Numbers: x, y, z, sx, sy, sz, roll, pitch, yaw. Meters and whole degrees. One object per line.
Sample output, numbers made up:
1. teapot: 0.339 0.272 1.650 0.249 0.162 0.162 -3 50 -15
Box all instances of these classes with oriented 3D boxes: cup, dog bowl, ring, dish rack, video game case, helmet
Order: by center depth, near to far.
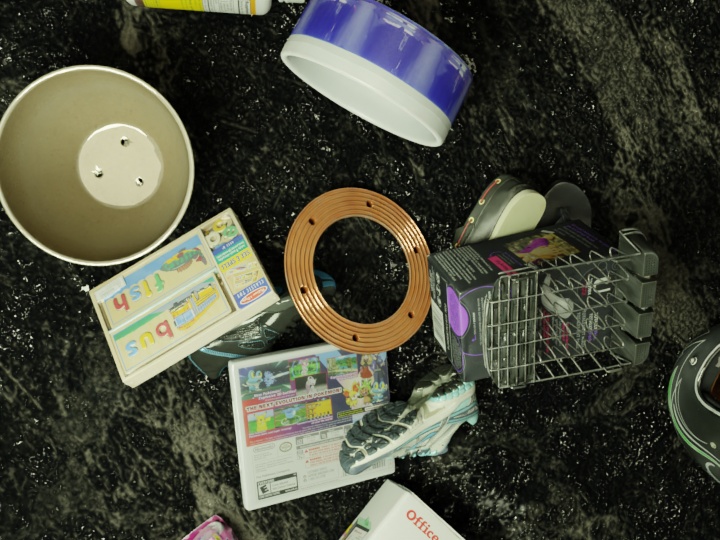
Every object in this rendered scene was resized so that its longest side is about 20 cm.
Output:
1. dish rack: 0.220 0.046 0.821 0.198 0.055 0.154 -9 115 -10
2. dog bowl: 0.018 -0.217 0.840 0.199 0.200 0.079 28 91 -9
3. cup: -0.276 -0.115 0.851 0.199 0.143 0.202 -1 99 -7
4. ring: 0.000 0.000 0.921 0.199 0.019 0.202 7 74 -26
5. helmet: 0.475 0.163 0.948 0.199 0.191 0.201 -12 138 -11
6. video game case: -0.055 0.182 0.950 0.199 0.023 0.184 -8 100 -22

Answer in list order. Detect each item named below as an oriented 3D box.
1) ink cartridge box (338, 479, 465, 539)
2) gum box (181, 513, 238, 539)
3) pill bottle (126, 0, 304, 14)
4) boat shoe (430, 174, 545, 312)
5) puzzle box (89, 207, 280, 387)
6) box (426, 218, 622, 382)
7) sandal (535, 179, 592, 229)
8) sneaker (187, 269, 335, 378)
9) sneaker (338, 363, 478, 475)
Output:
1. ink cartridge box: 0.035 0.387 0.963 0.145 0.084 0.200 44 77 -10
2. gum box: -0.218 0.414 0.969 0.200 0.066 0.114 -38 102 0
3. pill bottle: -0.158 -0.341 0.849 0.198 0.109 0.110 2 98 -6
4. boat shoe: 0.147 -0.023 0.954 0.073 0.063 0.202 18 111 -39
5. puzzle box: -0.207 0.030 0.900 0.199 0.025 0.133 -31 63 -1
6. box: 0.189 0.032 0.895 0.199 0.106 0.123 -12 118 -10
7. sandal: 0.244 -0.012 0.972 0.076 0.043 0.202 13 96 -8
8. sneaker: -0.119 0.061 0.939 0.199 0.073 0.082 -22 118 1
9. sneaker: 0.069 0.203 0.953 0.199 0.078 0.087 -29 112 -16
